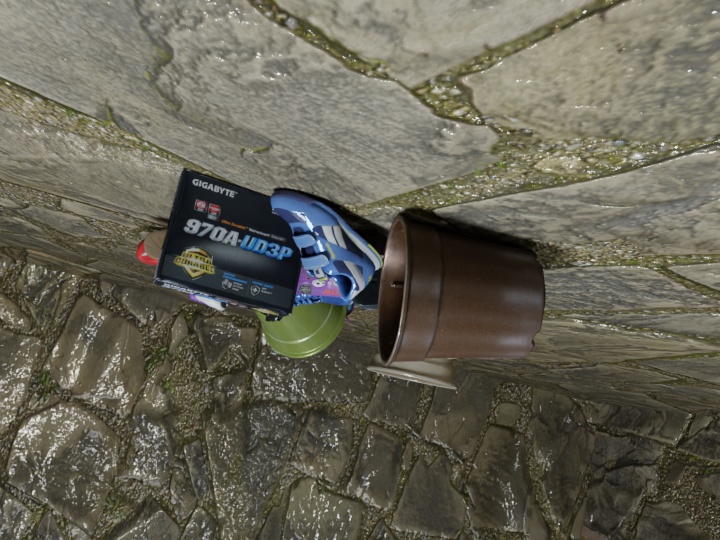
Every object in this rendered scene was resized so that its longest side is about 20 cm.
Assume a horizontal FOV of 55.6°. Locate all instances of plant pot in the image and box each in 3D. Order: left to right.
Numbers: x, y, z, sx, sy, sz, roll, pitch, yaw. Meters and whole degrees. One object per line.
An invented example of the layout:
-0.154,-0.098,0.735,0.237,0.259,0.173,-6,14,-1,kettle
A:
-0.147,0.049,1.378,0.197,0.203,0.190,8,157,22,plant pot
0.128,0.143,1.479,0.197,0.187,0.201,12,170,2,plant pot
0.134,0.037,0.939,0.194,0.204,0.200,6,171,-8,plant pot

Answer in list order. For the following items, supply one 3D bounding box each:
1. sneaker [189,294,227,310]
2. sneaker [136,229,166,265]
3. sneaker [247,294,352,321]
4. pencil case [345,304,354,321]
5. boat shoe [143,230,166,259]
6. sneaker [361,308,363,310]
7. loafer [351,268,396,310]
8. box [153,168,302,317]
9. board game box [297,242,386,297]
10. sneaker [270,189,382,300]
-0.271,0.004,1.334,0.082,0.082,0.200,10,-157,11,sneaker
-0.376,-0.030,1.397,0.196,0.085,0.078,3,125,12,sneaker
-0.113,0.049,1.177,0.197,0.112,0.077,18,146,15,sneaker
-0.111,0.050,1.533,0.196,0.094,0.085,9,169,16,pencil case
-0.313,-0.052,1.317,0.196,0.073,0.065,-1,-167,5,boat shoe
0.093,0.058,1.365,0.196,0.079,0.070,9,169,21,sneaker
0.081,0.025,1.066,0.196,0.074,0.072,-2,166,1,loafer
-0.178,-0.035,0.975,0.197,0.162,0.046,17,166,-22,box
-0.003,0.001,1.095,0.196,0.033,0.121,4,146,-7,board game box
-0.055,-0.036,0.969,0.199,0.083,0.074,40,163,-24,sneaker
